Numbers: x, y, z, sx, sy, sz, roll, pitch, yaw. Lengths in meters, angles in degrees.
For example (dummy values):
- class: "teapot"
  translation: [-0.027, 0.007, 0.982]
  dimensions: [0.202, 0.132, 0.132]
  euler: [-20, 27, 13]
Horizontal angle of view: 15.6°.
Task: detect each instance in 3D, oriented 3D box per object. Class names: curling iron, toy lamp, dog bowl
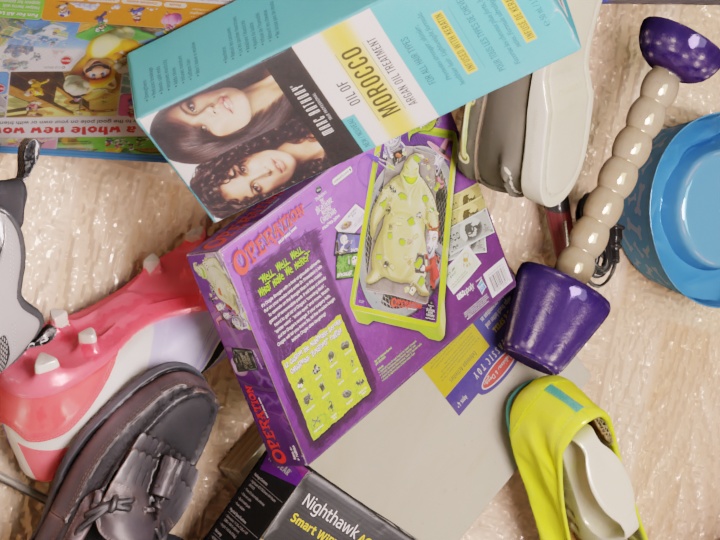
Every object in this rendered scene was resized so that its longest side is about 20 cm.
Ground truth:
- class: "curling iron"
  translation: [0.105, -0.087, 1.472]
  dimensions: [0.049, 0.025, 0.201]
  euler: [-29, 104, -50]
- class: "toy lamp"
  translation: [0.136, -0.038, 1.437]
  dimensions: [0.058, 0.058, 0.201]
  euler: [33, 81, -30]
- class: "dog bowl"
  translation: [0.233, -0.045, 1.540]
  dimensions: [0.199, 0.049, 0.112]
  euler: [-14, 100, -31]

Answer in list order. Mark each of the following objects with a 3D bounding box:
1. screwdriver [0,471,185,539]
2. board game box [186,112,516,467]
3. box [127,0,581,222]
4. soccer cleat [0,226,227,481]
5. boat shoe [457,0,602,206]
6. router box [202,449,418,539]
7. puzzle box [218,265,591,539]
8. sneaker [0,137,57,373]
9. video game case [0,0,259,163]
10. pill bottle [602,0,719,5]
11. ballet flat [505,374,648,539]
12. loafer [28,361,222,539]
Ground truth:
- class: "screwdriver"
  translation: [-0.139, 0.123, 1.330]
  dimensions: [0.199, 0.028, 0.029]
  euler: [35, 45, -23]
- class: "board game box"
  translation: [0.000, 0.000, 1.343]
  dimensions: [0.200, 0.032, 0.121]
  euler: [-38, 117, -44]
- class: "box"
  translation: [-0.004, -0.103, 1.236]
  dimensions: [0.199, 0.049, 0.082]
  euler: [-25, 134, 13]
- class: "soccer cleat"
  translation: [-0.098, 0.037, 1.332]
  dimensions: [0.199, 0.067, 0.077]
  euler: [-26, 130, -32]
- class: "boat shoe"
  translation: [0.090, -0.137, 1.354]
  dimensions: [0.072, 0.060, 0.203]
  euler: [-16, 116, -58]
- class: "router box"
  translation: [-0.012, 0.201, 1.367]
  dimensions: [0.200, 0.051, 0.150]
  euler: [36, 88, -34]
- class: "puzzle box"
  translation: [0.028, 0.081, 1.430]
  dimensions: [0.200, 0.025, 0.133]
  euler: [-48, 115, -21]
- class: "sneaker"
  translation: [-0.214, -0.032, 1.228]
  dimensions: [0.140, 0.078, 0.201]
  euler: [-35, 115, -16]
- class: "video game case"
  translation: [-0.112, -0.128, 1.234]
  dimensions: [0.142, 0.201, 0.018]
  euler: [2, 47, -19]
- class: "pill bottle"
  translation: [0.185, -0.204, 1.459]
  dimensions: [0.199, 0.113, 0.115]
  euler: [-3, 95, -37]
- class: "ballet flat"
  translation: [0.134, 0.149, 1.458]
  dimensions: [0.067, 0.067, 0.201]
  euler: [-35, 121, -27]
- class: "loafer"
  translation: [-0.127, 0.139, 1.282]
  dimensions: [0.200, 0.063, 0.072]
  euler: [-52, 137, -1]
